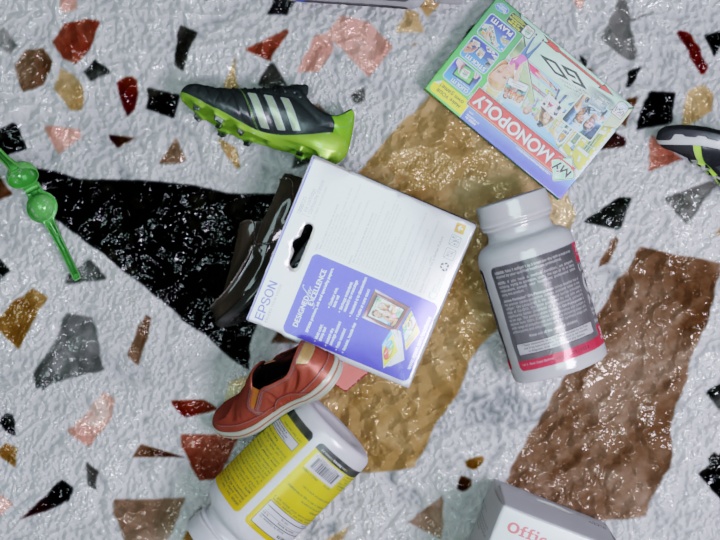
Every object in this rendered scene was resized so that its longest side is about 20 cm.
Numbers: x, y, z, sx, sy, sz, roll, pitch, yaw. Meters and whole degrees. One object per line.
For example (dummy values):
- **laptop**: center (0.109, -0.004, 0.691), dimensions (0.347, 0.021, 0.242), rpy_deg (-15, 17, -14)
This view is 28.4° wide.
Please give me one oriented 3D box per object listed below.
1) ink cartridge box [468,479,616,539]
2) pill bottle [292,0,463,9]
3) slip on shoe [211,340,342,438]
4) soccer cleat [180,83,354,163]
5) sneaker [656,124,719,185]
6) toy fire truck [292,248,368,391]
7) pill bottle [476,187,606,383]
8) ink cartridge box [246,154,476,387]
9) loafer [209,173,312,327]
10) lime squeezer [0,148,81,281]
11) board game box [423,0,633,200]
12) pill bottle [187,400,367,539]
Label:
- **ink cartridge box**: center (0.183, 0.358, 1.581), dimensions (0.145, 0.145, 0.201), rpy_deg (20, 92, 0)
- **pill bottle**: center (0.019, -0.347, 1.563), dimensions (0.199, 0.114, 0.114), rpy_deg (4, 93, 1)
- **slip on shoe**: center (-0.103, 0.129, 1.575), dimensions (0.061, 0.074, 0.200), rpy_deg (41, 134, -20)
- **soccer cleat**: center (-0.103, -0.179, 1.605), dimensions (0.199, 0.068, 0.081), rpy_deg (20, 76, -1)
- **sneaker**: center (0.423, -0.106, 1.588), dimensions (0.199, 0.072, 0.083), rpy_deg (16, 102, 5)
- **toy fire truck**: center (-0.008, 0.020, 1.615), dimensions (0.141, 0.049, 0.200), rpy_deg (37, 92, -2)
- **pill bottle**: center (0.195, 0.015, 1.580), dimensions (0.110, 0.111, 0.201), rpy_deg (-17, 93, 2)
- **ink cartridge box**: center (0.000, 0.000, 1.567), dimensions (0.199, 0.043, 0.199), rpy_deg (23, 90, -8)
- **loafer**: center (-0.112, -0.025, 1.610), dimensions (0.071, 0.073, 0.200), rpy_deg (36, 88, 9)
- **lime squeezer**: center (-0.367, -0.082, 1.611), dimensions (0.038, 0.071, 0.201), rpy_deg (-34, 122, -13)
- **board game box**: center (0.190, -0.194, 1.610), dimensions (0.200, 0.029, 0.135), rpy_deg (39, 92, -1)
- **pill bottle**: center (-0.096, 0.244, 1.596), dimensions (0.200, 0.112, 0.112), rpy_deg (-45, 91, 3)
